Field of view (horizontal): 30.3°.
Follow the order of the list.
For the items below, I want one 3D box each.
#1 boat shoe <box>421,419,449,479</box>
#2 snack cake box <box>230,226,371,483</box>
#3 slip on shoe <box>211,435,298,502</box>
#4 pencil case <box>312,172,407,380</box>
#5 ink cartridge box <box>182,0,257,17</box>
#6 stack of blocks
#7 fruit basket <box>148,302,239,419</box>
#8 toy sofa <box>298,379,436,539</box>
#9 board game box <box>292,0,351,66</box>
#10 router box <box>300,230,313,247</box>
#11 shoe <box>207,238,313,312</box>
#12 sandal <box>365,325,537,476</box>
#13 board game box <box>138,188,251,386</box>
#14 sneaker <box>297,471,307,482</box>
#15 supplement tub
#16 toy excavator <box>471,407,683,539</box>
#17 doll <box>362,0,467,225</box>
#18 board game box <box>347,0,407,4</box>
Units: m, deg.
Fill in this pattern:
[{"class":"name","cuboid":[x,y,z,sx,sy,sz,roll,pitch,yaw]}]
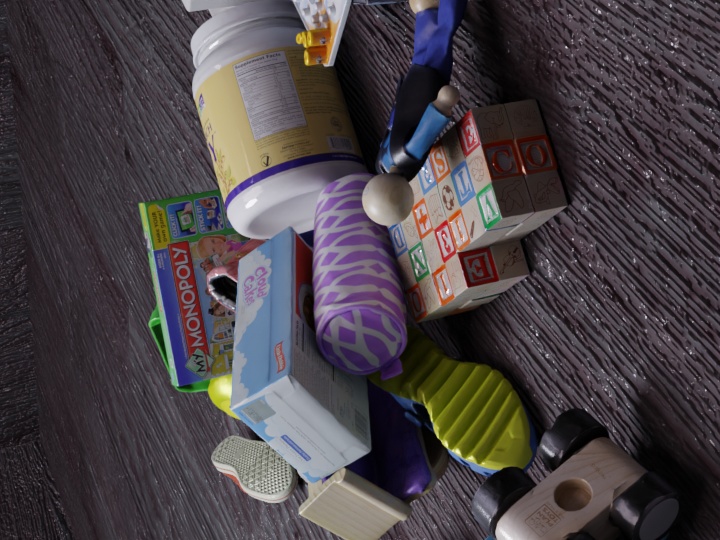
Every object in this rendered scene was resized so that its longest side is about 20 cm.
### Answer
[{"class":"boat shoe","cuboid":[0.032,0.174,1.304,0.065,0.071,0.200,49,164,-25]},{"class":"snack cake box","cuboid":[-0.052,0.071,1.170,0.115,0.067,0.201,46,-156,-31]},{"class":"slip on shoe","cuboid":[-0.131,0.266,1.746,0.061,0.074,0.200,49,161,-23]},{"class":"pencil case","cuboid":[0.000,0.000,1.176,0.086,0.084,0.201,55,-157,-35]},{"class":"ink cartridge box","cuboid":[-0.130,-0.365,1.343,0.201,0.124,0.129,106,146,-49]},{"class":"stack of blocks","cuboid":[0.088,-0.041,1.056,0.200,0.058,0.116,138,118,-65]},{"class":"fruit basket","cuboid":[-0.163,0.108,1.605,0.216,0.154,0.217,-6,-90,-89]},{"class":"toy sofa","cuboid":[-0.003,0.144,1.219,0.098,0.083,0.201,-44,29,23]},{"class":"board game box","cuboid":[-0.051,-0.313,1.148,0.200,0.026,0.201,109,143,-52]},{"class":"router box","cuboid":[-0.096,-0.070,1.503,0.200,0.049,0.180,116,137,-56]},{"class":"shoe","cuboid":[-0.068,0.018,1.353,0.199,0.091,0.072,18,135,43]},{"class":"sandal","cuboid":[0.086,0.119,1.142,0.200,0.079,0.087,39,168,50]},{"class":"board game box","cuboid":[-0.157,0.013,1.450,0.029,0.134,0.201,-178,77,-67]},{"class":"sneaker","cuboid":[-0.037,0.143,1.446,0.077,0.078,0.201,-115,26,-62]},{"class":"supplement tub","cuboid":[-0.083,-0.148,1.309,0.145,0.145,0.201,131,125,-63]},{"class":"toy excavator","cuboid":[0.139,0.229,0.939,0.100,0.194,0.201,40,161,42]},{"class":"doll","cuboid":[0.043,-0.126,1.026,0.136,0.048,0.201,144,142,-66]},{"class":"board game box","cuboid":[-0.009,-0.312,1.162,0.200,0.061,0.201,-135,40,-53]}]
